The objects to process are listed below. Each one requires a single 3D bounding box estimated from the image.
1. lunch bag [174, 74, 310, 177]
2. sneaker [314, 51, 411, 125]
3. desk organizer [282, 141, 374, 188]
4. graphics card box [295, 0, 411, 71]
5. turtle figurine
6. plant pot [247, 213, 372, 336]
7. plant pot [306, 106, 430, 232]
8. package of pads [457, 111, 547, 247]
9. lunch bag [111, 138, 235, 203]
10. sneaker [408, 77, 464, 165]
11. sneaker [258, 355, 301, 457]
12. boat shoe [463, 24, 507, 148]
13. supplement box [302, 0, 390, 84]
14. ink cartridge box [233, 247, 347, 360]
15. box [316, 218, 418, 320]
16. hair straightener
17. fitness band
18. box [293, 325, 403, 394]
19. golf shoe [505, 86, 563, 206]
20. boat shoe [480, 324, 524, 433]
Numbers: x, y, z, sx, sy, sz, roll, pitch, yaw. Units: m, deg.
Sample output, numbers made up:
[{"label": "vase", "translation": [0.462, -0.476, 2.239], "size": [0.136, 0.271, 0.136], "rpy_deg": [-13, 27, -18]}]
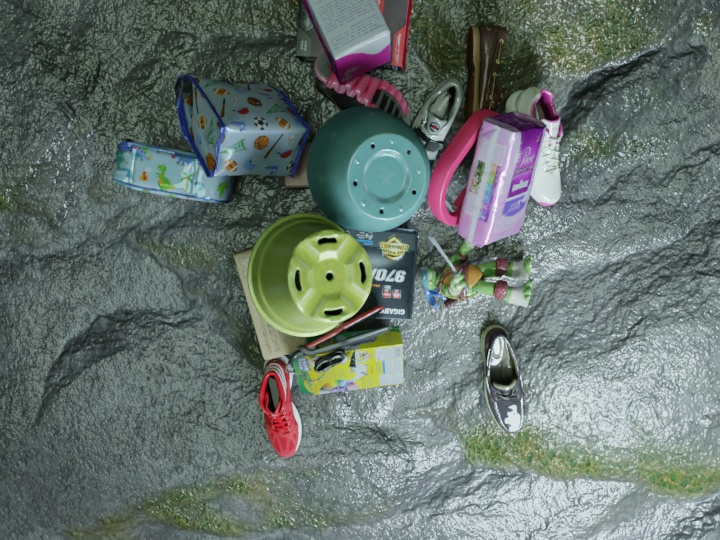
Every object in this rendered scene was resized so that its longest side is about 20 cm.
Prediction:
[{"label": "lunch bag", "translation": [-0.206, -0.250, 1.132], "size": [0.202, 0.167, 0.125], "rpy_deg": [55, 134, 32]}, {"label": "sneaker", "translation": [0.000, -0.295, 1.179], "size": [0.198, 0.095, 0.080], "rpy_deg": [37, 67, -4]}, {"label": "desk organizer", "translation": [-0.038, -0.187, 1.201], "size": [0.194, 0.072, 0.080], "rpy_deg": [0, 95, 7]}, {"label": "graphics card box", "translation": [-0.012, -0.425, 1.177], "size": [0.194, 0.051, 0.129], "rpy_deg": [8, 98, 6]}, {"label": "turtle figurine", "translation": [0.200, -0.016, 1.158], "size": [0.188, 0.144, 0.206], "rpy_deg": [7, 102, 7]}, {"label": "plant pot", "translation": [-0.066, 0.008, 1.044], "size": [0.195, 0.184, 0.207], "rpy_deg": [0, 90, -18]}, {"label": "plant pot", "translation": [0.021, -0.155, 1.064], "size": [0.194, 0.161, 0.207], "rpy_deg": [-3, 102, -12]}, {"label": "package of pads", "translation": [0.232, -0.149, 1.106], "size": [0.075, 0.119, 0.205], "rpy_deg": [28, 123, 32]}, {"label": "lunch bag", "translation": [-0.324, -0.172, 1.192], "size": [0.194, 0.161, 0.085], "rpy_deg": [11, 94, 3]}, {"label": "sneaker", "translation": [0.115, -0.241, 1.168], "size": [0.073, 0.089, 0.204], "rpy_deg": [26, 101, 1]}, {"label": "sneaker", "translation": [-0.159, 0.269, 1.246], "size": [0.076, 0.116, 0.206], "rpy_deg": [-7, 103, 7]}, {"label": "boat shoe", "translation": [0.215, -0.312, 1.153], "size": [0.068, 0.071, 0.206], "rpy_deg": [1, 106, -6]}, {"label": "supplement box", "translation": [-0.033, -0.426, 1.089], "size": [0.101, 0.101, 0.204], "rpy_deg": [-25, 81, -1]}, {"label": "ink cartridge box", "translation": [-0.125, 0.041, 1.238], "size": [0.160, 0.075, 0.206], "rpy_deg": [-15, 95, 7]}, {"label": "box", "translation": [0.000, 0.000, 1.186], "size": [0.194, 0.046, 0.164], "rpy_deg": [5, 89, -18]}, {"label": "hair straightener", "translation": [-0.034, 0.135, 1.140], "size": [0.196, 0.041, 0.079], "rpy_deg": [-25, 80, -4]}, {"label": "fitness band", "translation": [0.179, -0.171, 1.120], "size": [0.037, 0.144, 0.202], "rpy_deg": [28, 76, 33]}, {"label": "box", "translation": [-0.021, 0.165, 1.215], "size": [0.194, 0.049, 0.119], "rpy_deg": [-8, 134, -3]}, {"label": "golf shoe", "translation": [0.306, -0.210, 1.141], "size": [0.074, 0.091, 0.205], "rpy_deg": [-21, 97, -22]}, {"label": "boat shoe", "translation": [0.258, 0.202, 1.219], "size": [0.070, 0.065, 0.206], "rpy_deg": [-9, 97, 6]}]
